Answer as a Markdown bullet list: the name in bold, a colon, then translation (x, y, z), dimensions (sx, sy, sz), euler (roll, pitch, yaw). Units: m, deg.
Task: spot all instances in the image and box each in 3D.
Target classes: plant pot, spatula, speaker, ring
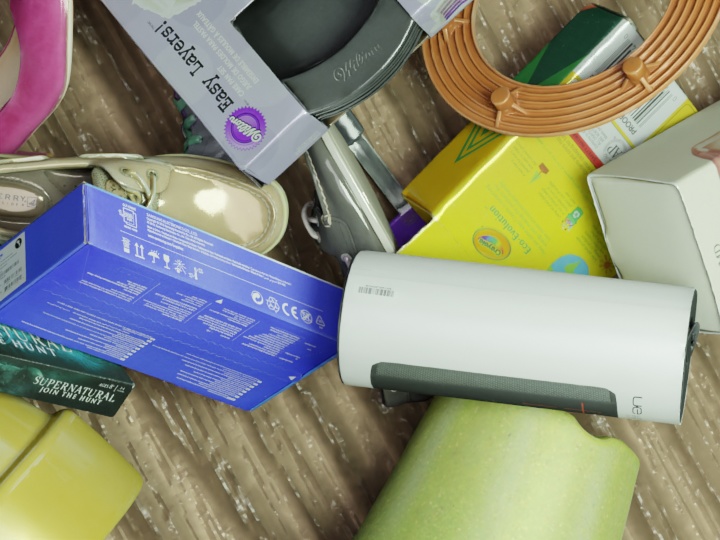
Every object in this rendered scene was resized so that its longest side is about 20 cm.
- **plant pot**: translation (0.075, 0.173, 1.391), dimensions (0.200, 0.200, 0.185), euler (24, 78, -4)
- **spatula**: translation (0.005, -0.069, 1.453), dimensions (0.056, 0.021, 0.200), euler (-38, 91, 2)
- **speaker**: translation (0.092, 0.037, 1.332), dimensions (0.199, 0.081, 0.081), euler (7, 90, 10)
- **plant pot**: translation (-0.259, 0.127, 1.343), dimensions (0.201, 0.201, 0.189), euler (-45, 95, -3)
- **ring**: translation (0.126, -0.168, 1.398), dimensions (0.200, 0.019, 0.201), euler (-14, 55, 21)

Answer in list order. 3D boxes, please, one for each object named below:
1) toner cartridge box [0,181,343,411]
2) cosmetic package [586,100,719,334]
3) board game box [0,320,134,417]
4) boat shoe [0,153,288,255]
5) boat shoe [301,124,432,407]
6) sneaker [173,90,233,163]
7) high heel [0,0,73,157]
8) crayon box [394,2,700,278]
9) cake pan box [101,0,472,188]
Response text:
- **toner cartridge box**: translation (-0.109, 0.019, 1.349), dimensions (0.200, 0.095, 0.043), euler (23, 48, -39)
- **cosmetic package**: translation (0.247, -0.052, 1.398), dimensions (0.200, 0.087, 0.104), euler (-30, 110, -26)
- **board game box**: translation (-0.237, 0.017, 1.332), dimensions (0.200, 0.135, 0.028), euler (17, 115, -46)
- **boat shoe**: translation (-0.141, -0.035, 1.351), dimensions (0.199, 0.065, 0.072), euler (5, 93, -3)
- **boat shoe**: translation (0.000, 0.000, 1.413), dimensions (0.057, 0.067, 0.200), euler (-26, 114, 6)
- **sneaker**: translation (-0.092, -0.076, 1.414), dimensions (0.087, 0.074, 0.200), euler (24, 91, -11)
- **high heel**: translation (-0.223, -0.113, 1.380), dimensions (0.096, 0.067, 0.200), euler (5, 131, -12)
- **crayon box**: translation (0.116, -0.048, 1.424), dimensions (0.200, 0.051, 0.127), euler (-45, 120, -4)
- **cake pan box**: translation (-0.049, -0.175, 1.353), dimensions (0.184, 0.052, 0.200), euler (-41, 72, 7)
